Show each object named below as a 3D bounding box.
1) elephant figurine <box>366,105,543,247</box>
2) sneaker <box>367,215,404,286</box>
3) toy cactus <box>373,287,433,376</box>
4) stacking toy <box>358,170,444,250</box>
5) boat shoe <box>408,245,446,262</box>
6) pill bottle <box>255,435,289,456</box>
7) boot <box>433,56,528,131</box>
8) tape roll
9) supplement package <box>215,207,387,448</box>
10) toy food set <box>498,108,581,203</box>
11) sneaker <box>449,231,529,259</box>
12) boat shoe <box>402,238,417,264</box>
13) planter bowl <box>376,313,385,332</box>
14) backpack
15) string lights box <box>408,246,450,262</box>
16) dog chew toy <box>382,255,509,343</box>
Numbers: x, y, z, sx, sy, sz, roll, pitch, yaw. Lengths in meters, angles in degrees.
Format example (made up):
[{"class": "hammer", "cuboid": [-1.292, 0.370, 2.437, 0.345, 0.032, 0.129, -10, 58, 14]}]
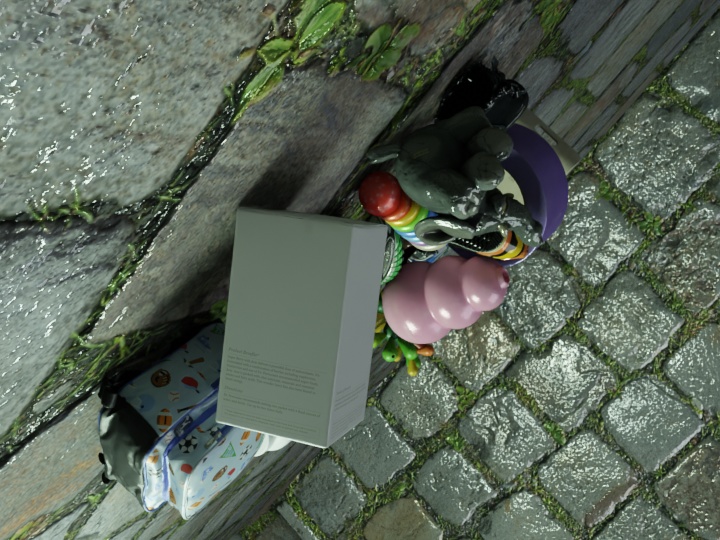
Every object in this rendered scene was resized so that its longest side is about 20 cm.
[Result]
[{"class": "elephant figurine", "cuboid": [0.122, -0.086, 0.921, 0.141, 0.156, 0.201, -39, 153, -5]}, {"class": "sneaker", "cuboid": [0.000, 0.000, 1.121, 0.084, 0.078, 0.202, 0, 128, -35]}, {"class": "toy cactus", "cuboid": [0.063, 0.083, 1.345, 0.101, 0.200, 0.167, -26, -144, 31]}, {"class": "stacking toy", "cuboid": [0.055, -0.083, 0.999, 0.086, 0.086, 0.199, -48, 153, 14]}, {"class": "boat shoe", "cuboid": [0.089, -0.049, 1.268, 0.068, 0.074, 0.199, -36, -172, -2]}, {"class": "pill bottle", "cuboid": [-0.149, 0.260, 1.401, 0.109, 0.109, 0.199, -50, 168, 26]}, {"class": "boot", "cuboid": [0.136, -0.181, 0.998, 0.199, 0.073, 0.162, -49, 166, 23]}, {"class": "tape roll", "cuboid": [0.203, -0.113, 1.148, 0.085, 0.200, 0.201, -34, 164, -46]}, {"class": "supplement package", "cuboid": [-0.054, 0.048, 0.746, 0.119, 0.119, 0.205, -9, 107, -71]}, {"class": "toy food set", "cuboid": [0.285, -0.177, 1.370, 0.060, 0.144, 0.201, -33, 163, -41]}, {"class": "sneaker", "cuboid": [0.157, -0.058, 1.109, 0.089, 0.199, 0.071, 24, 93, -39]}, {"class": "boat shoe", "cuboid": [0.041, -0.016, 1.221, 0.070, 0.071, 0.201, -26, 161, -29]}, {"class": "planter bowl", "cuboid": [-0.012, 0.101, 1.410, 0.200, 0.083, 0.201, -43, 168, -11]}, {"class": "backpack", "cuboid": [-0.184, 0.159, 0.846, 0.191, 0.153, 0.201, -50, 171, -38]}, {"class": "string lights box", "cuboid": [0.136, -0.051, 1.480, 0.200, 0.059, 0.103, -44, 170, -7]}, {"class": "dog chew toy", "cuboid": [0.129, 0.034, 1.134, 0.198, 0.127, 0.124, -20, -175, 35]}]
